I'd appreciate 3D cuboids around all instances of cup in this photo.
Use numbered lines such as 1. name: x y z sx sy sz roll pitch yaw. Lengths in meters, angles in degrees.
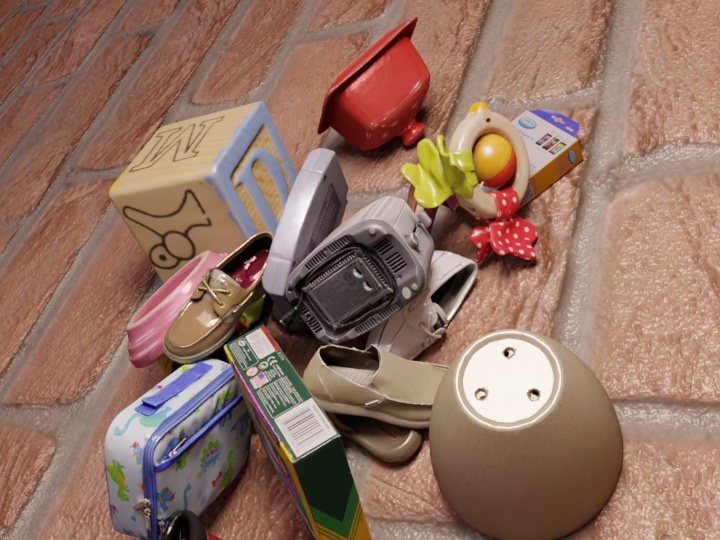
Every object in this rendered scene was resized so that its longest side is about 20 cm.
1. cup: 0.151 0.138 0.786 0.196 0.144 0.203 -9 52 12

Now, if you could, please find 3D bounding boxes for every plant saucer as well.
1. plant saucer: -0.244 0.042 1.097 0.199 0.051 0.201 -38 16 13

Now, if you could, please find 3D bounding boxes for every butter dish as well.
1. butter dish: 0.042 -0.261 1.277 0.199 0.148 0.200 -42 -1 -11

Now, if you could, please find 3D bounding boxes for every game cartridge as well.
1. game cartridge: -0.068 -0.045 1.036 0.040 0.134 0.203 14 71 12

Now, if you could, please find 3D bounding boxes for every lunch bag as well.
1. lunch bag: -0.200 0.198 0.923 0.081 0.164 0.200 12 24 22

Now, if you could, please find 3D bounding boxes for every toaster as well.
1. toaster: 0.000 0.000 0.971 0.199 0.114 0.129 -36 9 28

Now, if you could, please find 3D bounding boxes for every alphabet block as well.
1. alphabet block: -0.224 -0.112 1.241 0.196 0.198 0.198 -7 35 26

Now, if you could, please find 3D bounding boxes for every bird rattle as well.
1. bird rattle: 0.161 -0.112 1.008 0.112 0.198 0.165 -9 51 64

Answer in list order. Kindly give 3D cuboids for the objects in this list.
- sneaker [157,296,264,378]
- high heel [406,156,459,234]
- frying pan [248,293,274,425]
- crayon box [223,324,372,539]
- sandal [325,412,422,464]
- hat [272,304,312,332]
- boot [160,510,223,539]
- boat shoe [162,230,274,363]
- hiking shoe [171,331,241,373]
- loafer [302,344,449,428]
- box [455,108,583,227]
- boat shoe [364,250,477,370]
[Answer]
1. sneaker: -0.200 0.095 1.138 0.199 0.078 0.091 -40 40 11
2. high heel: 0.062 -0.057 1.069 0.202 0.095 0.067 -55 41 1
3. frying pan: -0.131 0.107 1.037 0.115 0.030 0.193 49 122 48
4. crayon box: -0.069 0.186 0.881 0.058 0.175 0.200 -26 39 -15
5. sandal: -0.012 0.163 0.962 0.198 0.054 0.081 19 62 43
6. hat: -0.067 -0.013 1.146 0.197 0.081 0.203 -19 43 18
7. boot: -0.158 0.349 0.810 0.071 0.145 0.202 -23 43 8
8. boat shoe: -0.166 0.025 0.980 0.073 0.067 0.201 25 53 19
9. hiking shoe: -0.214 0.148 1.065 0.202 0.075 0.101 -59 32 12
10. loafer: 0.029 0.125 0.913 0.195 0.069 0.076 3 38 -2
11. box: 0.211 -0.144 1.126 0.199 0.042 0.119 -36 41 -6
12. boat shoe: 0.076 0.055 0.995 0.065 0.074 0.202 10 58 43
